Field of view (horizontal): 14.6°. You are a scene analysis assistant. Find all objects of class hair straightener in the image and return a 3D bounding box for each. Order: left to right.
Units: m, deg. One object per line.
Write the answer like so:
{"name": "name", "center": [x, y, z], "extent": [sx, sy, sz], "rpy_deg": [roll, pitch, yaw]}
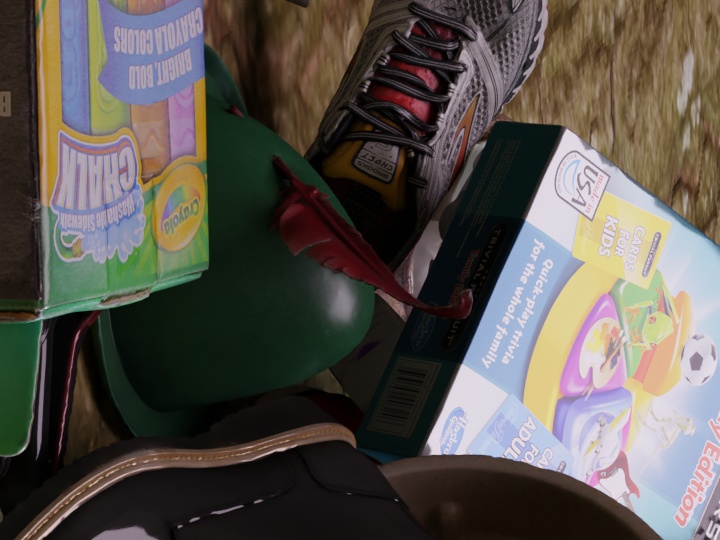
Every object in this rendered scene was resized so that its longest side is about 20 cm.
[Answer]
{"name": "hair straightener", "center": [-0.127, 0.024, 0.992], "extent": [0.077, 0.041, 0.201], "rpy_deg": [33, 64, -60]}

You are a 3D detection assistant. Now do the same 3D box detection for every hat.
{"name": "hat", "center": [0.000, 0.000, 1.120], "extent": [0.200, 0.175, 0.166], "rpy_deg": [-68, 151, -44]}

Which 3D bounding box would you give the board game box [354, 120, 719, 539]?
{"name": "board game box", "center": [0.106, 0.051, 1.193], "extent": [0.200, 0.047, 0.151], "rpy_deg": [34, 74, -35]}

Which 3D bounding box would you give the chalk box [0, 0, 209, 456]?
{"name": "chalk box", "center": [-0.124, -0.046, 0.859], "extent": [0.124, 0.124, 0.201], "rpy_deg": [-17, 108, -69]}

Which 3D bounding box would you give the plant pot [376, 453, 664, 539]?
{"name": "plant pot", "center": [0.040, 0.207, 1.097], "extent": [0.184, 0.200, 0.201], "rpy_deg": [82, 21, -47]}

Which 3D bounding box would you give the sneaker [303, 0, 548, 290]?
{"name": "sneaker", "center": [0.023, -0.065, 1.222], "extent": [0.082, 0.078, 0.201], "rpy_deg": [-62, 175, -70]}

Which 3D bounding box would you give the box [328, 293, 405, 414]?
{"name": "box", "center": [0.022, 0.056, 1.329], "extent": [0.039, 0.041, 0.200], "rpy_deg": [53, 1, 17]}

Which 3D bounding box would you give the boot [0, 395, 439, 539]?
{"name": "boot", "center": [-0.035, 0.120, 0.982], "extent": [0.200, 0.138, 0.078], "rpy_deg": [-26, 142, -42]}

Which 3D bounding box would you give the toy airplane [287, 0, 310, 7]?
{"name": "toy airplane", "center": [0.021, -0.236, 1.217], "extent": [0.199, 0.141, 0.200], "rpy_deg": [-55, 159, -41]}

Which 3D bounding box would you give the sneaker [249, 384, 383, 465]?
{"name": "sneaker", "center": [-0.016, 0.100, 1.209], "extent": [0.200, 0.085, 0.077], "rpy_deg": [-44, 133, -72]}

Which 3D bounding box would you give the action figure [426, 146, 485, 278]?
{"name": "action figure", "center": [0.073, 0.022, 1.258], "extent": [0.130, 0.069, 0.200], "rpy_deg": [-56, 151, -24]}

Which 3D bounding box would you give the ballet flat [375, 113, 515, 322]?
{"name": "ballet flat", "center": [0.038, -0.020, 1.386], "extent": [0.200, 0.067, 0.068], "rpy_deg": [-66, 150, -47]}
